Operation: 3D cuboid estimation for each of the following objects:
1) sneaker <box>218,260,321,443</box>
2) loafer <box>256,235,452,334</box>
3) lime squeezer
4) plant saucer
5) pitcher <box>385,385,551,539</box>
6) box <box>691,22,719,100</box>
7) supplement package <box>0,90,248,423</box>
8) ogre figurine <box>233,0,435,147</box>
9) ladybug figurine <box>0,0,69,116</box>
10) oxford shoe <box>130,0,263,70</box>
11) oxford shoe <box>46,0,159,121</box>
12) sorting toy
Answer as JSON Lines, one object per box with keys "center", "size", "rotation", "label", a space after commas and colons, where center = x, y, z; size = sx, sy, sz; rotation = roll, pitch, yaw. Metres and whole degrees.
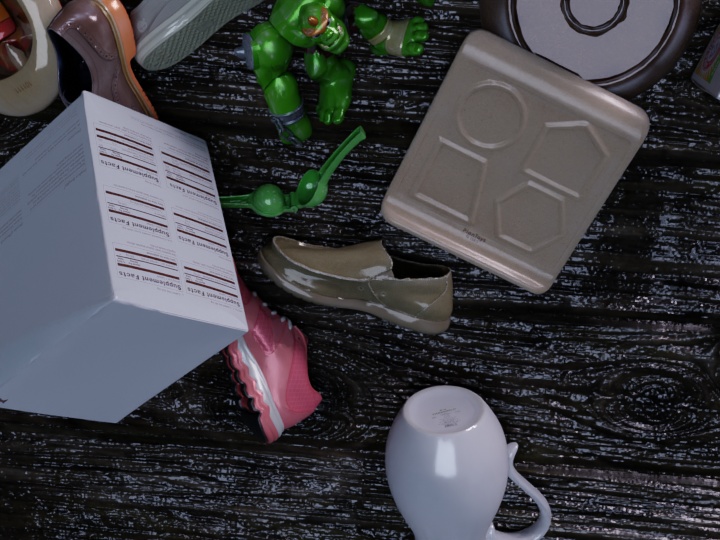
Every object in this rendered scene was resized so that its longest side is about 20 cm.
{"center": [-0.099, 0.065, 1.086], "size": [0.086, 0.074, 0.202], "rotation": [-23, 99, -23], "label": "sneaker"}
{"center": [0.000, 0.000, 1.046], "size": [0.199, 0.076, 0.068], "rotation": [17, 109, -12], "label": "loafer"}
{"center": [-0.076, -0.076, 1.028], "size": [0.199, 0.071, 0.038], "rotation": [-17, 71, 16], "label": "lime squeezer"}
{"center": [0.205, -0.240, 0.967], "size": [0.198, 0.032, 0.202], "rotation": [1, 108, 4], "label": "plant saucer"}
{"center": [0.111, 0.214, 1.098], "size": [0.170, 0.121, 0.201], "rotation": [-13, 120, -13], "label": "pitcher"}
{"center": [0.383, -0.221, 0.922], "size": [0.112, 0.101, 0.201], "rotation": [23, 109, -4], "label": "box"}
{"center": [-0.227, -0.004, 0.950], "size": [0.191, 0.201, 0.147], "rotation": [-33, 148, 30], "label": "supplement package"}
{"center": [-0.027, -0.208, 0.954], "size": [0.199, 0.099, 0.120], "rotation": [-30, 140, 26], "label": "ogre figurine"}
{"center": [-0.332, -0.236, 0.982], "size": [0.135, 0.072, 0.201], "rotation": [-25, 103, 17], "label": "ladybug figurine"}
{"center": [-0.128, -0.255, 0.969], "size": [0.199, 0.075, 0.058], "rotation": [-32, 76, 13], "label": "oxford shoe"}
{"center": [-0.235, -0.151, 0.981], "size": [0.071, 0.073, 0.201], "rotation": [18, 137, 29], "label": "oxford shoe"}
{"center": [0.139, -0.098, 1.010], "size": [0.184, 0.037, 0.201], "rotation": [25, 116, -5], "label": "sorting toy"}
